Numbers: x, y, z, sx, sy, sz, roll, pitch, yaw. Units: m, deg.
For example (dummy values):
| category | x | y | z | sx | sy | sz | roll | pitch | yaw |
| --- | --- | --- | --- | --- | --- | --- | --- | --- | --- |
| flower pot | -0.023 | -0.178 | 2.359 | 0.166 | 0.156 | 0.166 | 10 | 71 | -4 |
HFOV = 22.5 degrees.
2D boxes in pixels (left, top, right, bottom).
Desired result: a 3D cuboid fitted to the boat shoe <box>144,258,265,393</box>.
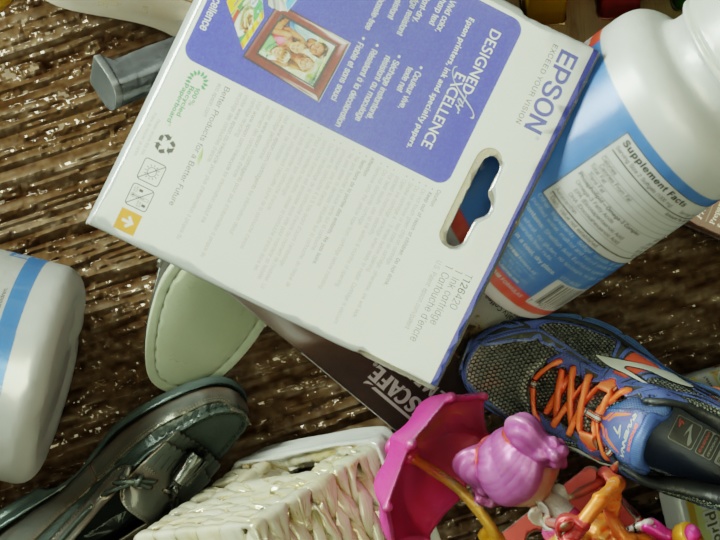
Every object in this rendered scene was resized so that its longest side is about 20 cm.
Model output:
| category | x | y | z | sx | sy | sz | roll | pitch | yaw |
| --- | --- | --- | --- | --- | --- | --- | --- | --- | --- |
| boat shoe | -0.078 | -0.024 | 1.079 | 0.071 | 0.061 | 0.202 | 20 | 101 | -26 |

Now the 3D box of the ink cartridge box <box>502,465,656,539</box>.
| category | x | y | z | sx | sy | sz | roll | pitch | yaw |
| --- | --- | --- | --- | --- | --- | --- | --- | --- | --- |
| ink cartridge box | 0.154 | 0.221 | 1.095 | 0.116 | 0.067 | 0.200 | -38 | 94 | 3 |

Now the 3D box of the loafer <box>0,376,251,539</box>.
| category | x | y | z | sx | sy | sz | roll | pitch | yaw |
| --- | --- | --- | --- | --- | --- | --- | --- | --- | --- |
| loafer | -0.143 | 0.142 | 1.081 | 0.200 | 0.063 | 0.072 | -35 | 138 | 9 |

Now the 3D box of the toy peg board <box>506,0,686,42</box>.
| category | x | y | z | sx | sy | sz | roll | pitch | yaw |
| --- | --- | --- | --- | --- | --- | --- | --- | --- | --- |
| toy peg board | 0.114 | -0.223 | 1.009 | 0.198 | 0.098 | 0.201 | -6 | 74 | 1 |

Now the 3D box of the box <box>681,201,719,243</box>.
| category | x | y | z | sx | sy | sz | roll | pitch | yaw |
| --- | --- | --- | --- | --- | --- | --- | --- | --- | --- |
| box | 0.257 | -0.049 | 1.063 | 0.199 | 0.075 | 0.100 | 24 | 94 | 1 |

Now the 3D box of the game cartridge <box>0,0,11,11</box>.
| category | x | y | z | sx | sy | sz | roll | pitch | yaw |
| --- | --- | --- | --- | --- | --- | --- | --- | --- | --- |
| game cartridge | -0.178 | -0.265 | 1.026 | 0.200 | 0.032 | 0.176 | -42 | 57 | 3 |

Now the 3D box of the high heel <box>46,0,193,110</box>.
| category | x | y | z | sx | sy | sz | roll | pitch | yaw |
| --- | --- | --- | --- | --- | --- | --- | --- | --- | --- |
| high heel | -0.126 | -0.199 | 1.077 | 0.142 | 0.071 | 0.201 | -22 | 77 | -25 |

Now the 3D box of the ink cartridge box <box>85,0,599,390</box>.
| category | x | y | z | sx | sy | sz | roll | pitch | yaw |
| --- | --- | --- | --- | --- | --- | --- | --- | --- | --- |
| ink cartridge box | -0.009 | -0.070 | 0.939 | 0.199 | 0.047 | 0.198 | 26 | 93 | -9 |

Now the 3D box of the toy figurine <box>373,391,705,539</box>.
| category | x | y | z | sx | sy | sz | roll | pitch | yaw |
| --- | --- | --- | --- | --- | --- | --- | --- | --- | --- |
| toy figurine | 0.093 | 0.141 | 0.962 | 0.184 | 0.150 | 0.200 | 50 | 137 | -3 |

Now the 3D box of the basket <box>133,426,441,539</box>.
| category | x | y | z | sx | sy | sz | roll | pitch | yaw |
| --- | --- | --- | --- | --- | --- | --- | --- | --- | --- |
| basket | -0.028 | 0.207 | 1.040 | 0.123 | 0.135 | 0.201 | -23 | 95 | -42 |

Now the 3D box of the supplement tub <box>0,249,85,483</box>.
| category | x | y | z | sx | sy | sz | roll | pitch | yaw |
| --- | --- | --- | --- | --- | --- | --- | --- | --- | --- |
| supplement tub | -0.270 | 0.040 | 1.049 | 0.199 | 0.132 | 0.133 | 14 | 95 | -2 |

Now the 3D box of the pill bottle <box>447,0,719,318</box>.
| category | x | y | z | sx | sy | sz | roll | pitch | yaw |
| --- | --- | --- | --- | --- | --- | --- | --- | --- | --- |
| pill bottle | 0.141 | -0.070 | 0.976 | 0.200 | 0.112 | 0.112 | -36 | 94 | 26 |

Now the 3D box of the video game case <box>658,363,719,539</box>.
| category | x | y | z | sx | sy | sz | roll | pitch | yaw |
| --- | --- | --- | --- | --- | --- | --- | --- | --- | --- |
| video game case | 0.263 | 0.145 | 1.072 | 0.181 | 0.023 | 0.201 | -14 | 92 | -23 |

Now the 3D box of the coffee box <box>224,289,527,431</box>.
| category | x | y | z | sx | sy | sz | roll | pitch | yaw |
| --- | --- | --- | --- | --- | --- | --- | --- | --- | --- |
| coffee box | 0.000 | 0.000 | 1.036 | 0.113 | 0.080 | 0.200 | -47 | 116 | 2 |

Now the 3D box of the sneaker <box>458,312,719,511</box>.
| category | x | y | z | sx | sy | sz | roll | pitch | yaw |
| --- | --- | --- | --- | --- | --- | --- | --- | --- | --- |
| sneaker | 0.146 | 0.077 | 0.990 | 0.199 | 0.078 | 0.076 | 18 | 101 | 15 |
